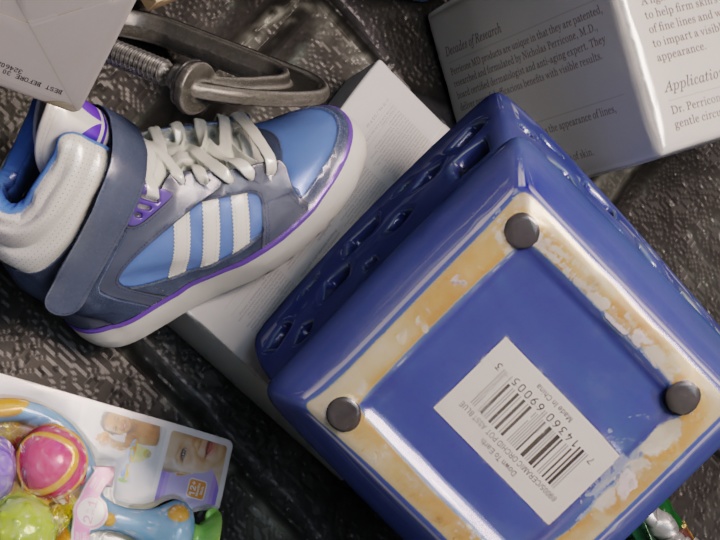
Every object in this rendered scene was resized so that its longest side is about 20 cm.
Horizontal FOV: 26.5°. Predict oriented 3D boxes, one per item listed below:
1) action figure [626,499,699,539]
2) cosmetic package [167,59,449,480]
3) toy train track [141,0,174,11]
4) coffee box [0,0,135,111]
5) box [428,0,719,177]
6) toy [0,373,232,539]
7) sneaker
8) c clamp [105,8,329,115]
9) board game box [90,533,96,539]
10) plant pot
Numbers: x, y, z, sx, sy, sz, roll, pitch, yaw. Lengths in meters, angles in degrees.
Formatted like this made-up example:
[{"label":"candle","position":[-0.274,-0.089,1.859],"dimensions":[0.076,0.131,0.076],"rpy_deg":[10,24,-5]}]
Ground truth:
[{"label":"action figure","position":[0.212,0.194,0.971],"dimensions":[0.055,0.118,0.201],"rpy_deg":[-36,87,1]},{"label":"cosmetic package","position":[0.000,0.000,0.914],"dimensions":[0.151,0.052,0.200],"rpy_deg":[42,68,-13]},{"label":"toy train track","position":[-0.159,-0.242,0.865],"dimensions":[0.114,0.032,0.201],"rpy_deg":[-34,91,-46]},{"label":"coffee box","position":[-0.167,-0.183,0.728],"dimensions":[0.112,0.080,0.201],"rpy_deg":[18,41,-24]},{"label":"box","position":[0.182,-0.138,0.940],"dimensions":[0.198,0.200,0.132],"rpy_deg":[-17,92,-26]},{"label":"toy","position":[-0.162,0.117,0.794],"dimensions":[0.199,0.047,0.116],"rpy_deg":[20,72,-24]},{"label":"sneaker","position":[-0.103,-0.056,0.801],"dimensions":[0.199,0.081,0.147],"rpy_deg":[-34,137,-1]},{"label":"c clamp","position":[-0.122,-0.116,0.809],"dimensions":[0.170,0.199,0.027],"rpy_deg":[-14,122,-60]},{"label":"board game box","position":[-0.236,0.157,0.793],"dimensions":[0.198,0.030,0.096],"rpy_deg":[-16,89,-25]},{"label":"plant pot","position":[0.072,0.050,0.769],"dimensions":[0.200,0.180,0.200],"rpy_deg":[-44,96,6]}]
